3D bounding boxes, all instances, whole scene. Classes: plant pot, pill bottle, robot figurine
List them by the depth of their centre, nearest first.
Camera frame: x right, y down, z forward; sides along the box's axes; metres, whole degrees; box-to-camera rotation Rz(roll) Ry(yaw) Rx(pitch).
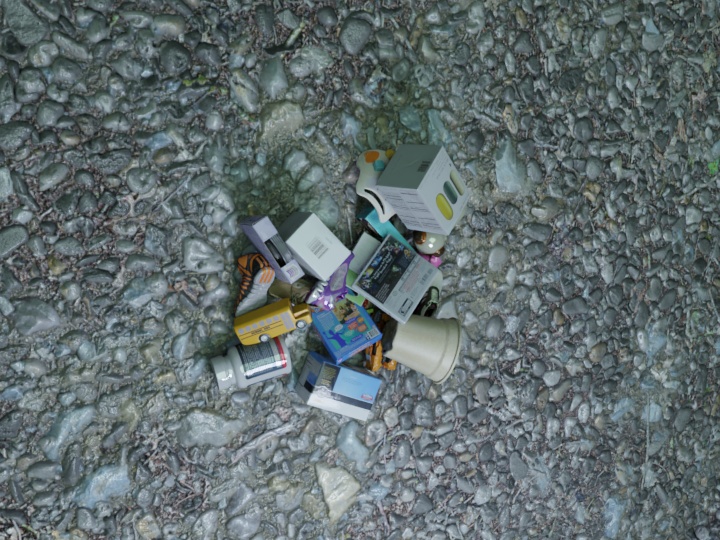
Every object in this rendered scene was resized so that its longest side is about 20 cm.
[{"bbox_3d":[-0.301,0.254,1.561,0.200,0.120,0.120,-15,102,-21],"label":"pill bottle"},{"bbox_3d":[0.164,0.205,1.645,0.183,0.200,0.201,19,89,-12],"label":"plant pot"},{"bbox_3d":[0.071,0.205,1.733,0.145,0.058,0.200,4,96,-41],"label":"robot figurine"}]

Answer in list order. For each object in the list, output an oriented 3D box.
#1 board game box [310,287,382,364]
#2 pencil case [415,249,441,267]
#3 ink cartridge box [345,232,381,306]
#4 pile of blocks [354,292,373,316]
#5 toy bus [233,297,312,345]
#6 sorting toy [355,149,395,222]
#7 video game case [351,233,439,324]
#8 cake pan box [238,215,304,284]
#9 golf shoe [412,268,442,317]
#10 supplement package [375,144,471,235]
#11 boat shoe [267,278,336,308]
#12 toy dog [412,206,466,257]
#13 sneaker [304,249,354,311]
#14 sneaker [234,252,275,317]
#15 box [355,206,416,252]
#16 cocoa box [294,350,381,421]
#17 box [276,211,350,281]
[{"bbox_3d":[-0.055,0.146,1.629,0.152,0.045,0.200,-27,67,-17],"label":"board game box"},{"bbox_3d":[0.152,0.015,1.742,0.200,0.094,0.091,-44,150,-13],"label":"pencil case"},{"bbox_3d":[0.000,0.000,1.654,0.104,0.059,0.200,32,71,-6],"label":"ink cartridge box"},{"bbox_3d":[-0.005,0.158,1.703,0.082,0.062,0.200,22,88,-23],"label":"pile of blocks"},{"bbox_3d":[-0.234,0.134,1.542,0.200,0.065,0.078,-21,119,2],"label":"toy bus"},{"bbox_3d":[0.062,-0.231,1.623,0.200,0.107,0.180,49,49,-20],"label":"sorting toy"},{"bbox_3d":[0.100,0.022,1.604,0.182,0.023,0.200,36,67,0],"label":"video game case"},{"bbox_3d":[-0.238,-0.059,1.504,0.052,0.200,0.184,-38,107,-15],"label":"cake pan box"},{"bbox_3d":[0.222,0.087,1.777,0.077,0.088,0.200,19,88,-22],"label":"golf shoe"},{"bbox_3d":[0.176,-0.223,1.567,0.200,0.151,0.152,47,66,-42],"label":"supplement package"},{"bbox_3d":[-0.165,0.065,1.591,0.200,0.065,0.071,6,122,-1],"label":"boat shoe"},{"bbox_3d":[0.232,-0.133,1.699,0.140,0.194,0.200,42,71,-31],"label":"toy dog"},{"bbox_3d":[-0.067,0.032,1.561,0.088,0.080,0.200,38,61,-8],"label":"sneaker"},{"bbox_3d":[-0.304,0.035,1.560,0.078,0.112,0.200,3,130,-46],"label":"sneaker"},{"bbox_3d":[0.078,-0.103,1.694,0.049,0.082,0.200,-47,111,-10],"label":"box"},{"bbox_3d":[-0.066,0.334,1.661,0.200,0.133,0.131,22,88,-23],"label":"cocoa box"},{"bbox_3d":[-0.141,-0.070,1.542,0.106,0.200,0.152,-48,111,-10],"label":"box"}]
